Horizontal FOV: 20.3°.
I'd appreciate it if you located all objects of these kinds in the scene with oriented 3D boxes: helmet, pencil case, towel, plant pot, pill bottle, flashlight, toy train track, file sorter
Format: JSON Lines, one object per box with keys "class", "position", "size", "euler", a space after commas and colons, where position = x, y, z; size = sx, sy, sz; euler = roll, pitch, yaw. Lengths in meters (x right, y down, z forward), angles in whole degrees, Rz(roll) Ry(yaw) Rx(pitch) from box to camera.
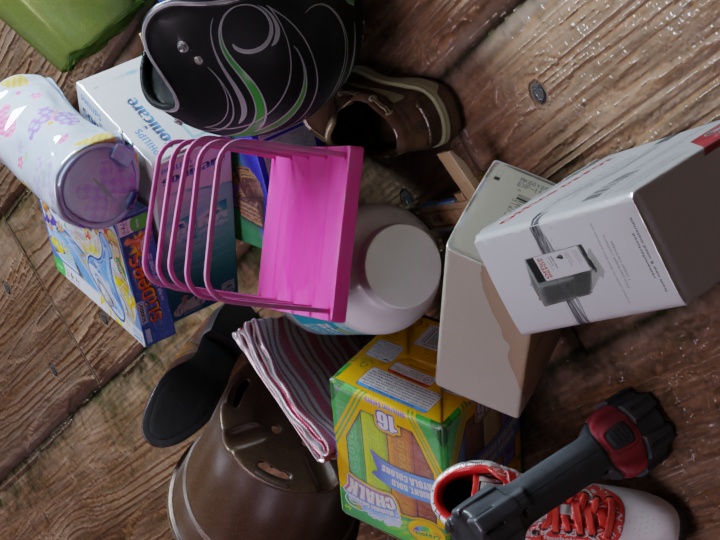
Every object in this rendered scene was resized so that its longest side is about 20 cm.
{"class": "helmet", "position": [-0.094, -0.204, 1.645], "size": [0.200, 0.200, 0.191], "euler": [40, 159, 33]}
{"class": "pencil case", "position": [-0.271, -0.110, 1.801], "size": [0.200, 0.083, 0.091], "euler": [35, 105, 51]}
{"class": "towel", "position": [-0.027, 0.098, 1.840], "size": [0.030, 0.200, 0.147], "euler": [-40, 77, 23]}
{"class": "plant pot", "position": [-0.300, -0.301, 1.936], "size": [0.190, 0.200, 0.200], "euler": [49, 152, -4]}
{"class": "pill bottle", "position": [0.000, 0.000, 1.729], "size": [0.112, 0.110, 0.200], "euler": [65, 161, -7]}
{"class": "flashlight", "position": [0.153, 0.163, 1.557], "size": [0.068, 0.199, 0.068], "euler": [20, 132, 52]}
{"class": "toy train track", "position": [0.091, -0.055, 1.646], "size": [0.115, 0.032, 0.200], "euler": [55, 159, -12]}
{"class": "plant pot", "position": [-0.077, 0.190, 1.952], "size": [0.201, 0.199, 0.199], "euler": [51, 151, 18]}
{"class": "file sorter", "position": [-0.095, -0.039, 1.660], "size": [0.200, 0.124, 0.141], "euler": [-173, 89, -69]}

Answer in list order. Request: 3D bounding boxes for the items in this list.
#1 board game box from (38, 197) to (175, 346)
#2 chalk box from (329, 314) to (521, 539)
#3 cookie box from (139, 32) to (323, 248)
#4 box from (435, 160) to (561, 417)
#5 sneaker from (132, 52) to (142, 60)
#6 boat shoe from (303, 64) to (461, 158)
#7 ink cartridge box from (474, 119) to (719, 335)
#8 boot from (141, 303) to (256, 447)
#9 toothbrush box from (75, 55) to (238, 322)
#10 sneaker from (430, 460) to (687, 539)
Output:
{"class": "board game box", "position": [-0.244, -0.029, 1.882], "size": [0.200, 0.034, 0.136], "euler": [34, 141, 51]}
{"class": "chalk box", "position": [0.060, 0.160, 1.760], "size": [0.124, 0.124, 0.202], "euler": [19, 131, 31]}
{"class": "cookie box", "position": [-0.111, -0.131, 1.858], "size": [0.171, 0.075, 0.202], "euler": [20, 130, 54]}
{"class": "box", "position": [0.113, 0.018, 1.558], "size": [0.077, 0.095, 0.201], "euler": [23, 151, 14]}
{"class": "sneaker", "position": [-0.202, -0.121, 2.008], "size": [0.078, 0.085, 0.202], "euler": [17, 130, 52]}
{"class": "boat shoe", "position": [-0.003, -0.129, 1.686], "size": [0.202, 0.074, 0.075], "euler": [4, 118, 58]}
{"class": "ink cartridge box", "position": [0.194, -0.032, 1.375], "size": [0.083, 0.146, 0.200], "euler": [62, 152, -6]}
{"class": "boot", "position": [-0.197, 0.131, 2.124], "size": [0.068, 0.189, 0.200], "euler": [30, 151, -10]}
{"class": "toothbrush box", "position": [-0.188, -0.076, 1.868], "size": [0.146, 0.085, 0.201], "euler": [46, 150, 38]}
{"class": "sneaker", "position": [0.155, 0.197, 1.615], "size": [0.200, 0.108, 0.068], "euler": [6, 80, 27]}
